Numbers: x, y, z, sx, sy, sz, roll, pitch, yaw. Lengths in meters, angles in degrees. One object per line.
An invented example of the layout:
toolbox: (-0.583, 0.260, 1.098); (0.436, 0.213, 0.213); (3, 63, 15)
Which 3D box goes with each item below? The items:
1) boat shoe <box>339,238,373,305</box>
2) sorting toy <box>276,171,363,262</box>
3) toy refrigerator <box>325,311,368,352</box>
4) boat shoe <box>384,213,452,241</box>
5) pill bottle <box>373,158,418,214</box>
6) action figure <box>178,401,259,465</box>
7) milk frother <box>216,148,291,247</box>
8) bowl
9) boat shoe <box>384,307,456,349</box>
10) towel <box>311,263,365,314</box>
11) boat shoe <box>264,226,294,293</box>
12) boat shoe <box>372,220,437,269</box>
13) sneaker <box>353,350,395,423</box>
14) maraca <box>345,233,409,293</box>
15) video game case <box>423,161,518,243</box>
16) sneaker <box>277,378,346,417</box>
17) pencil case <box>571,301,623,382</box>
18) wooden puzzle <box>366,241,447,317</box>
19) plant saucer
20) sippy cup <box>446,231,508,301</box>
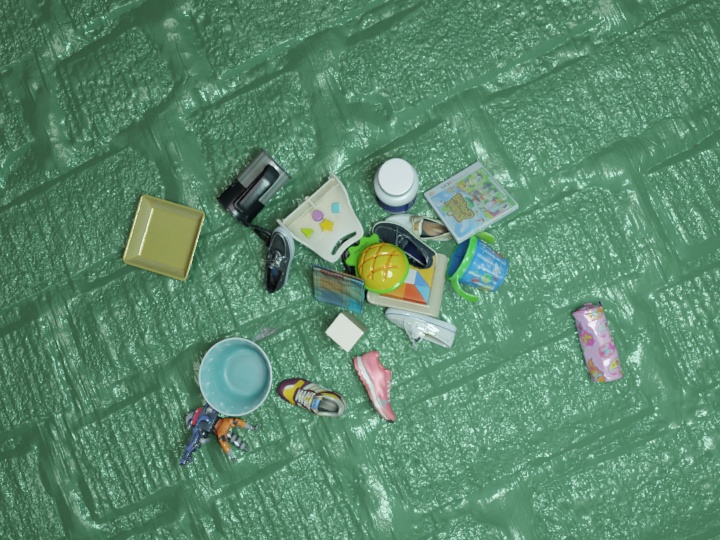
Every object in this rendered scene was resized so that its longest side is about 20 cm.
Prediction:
boat shoe: (-0.002, 0.001, 1.434); (0.073, 0.066, 0.202); (-21, 85, 3)
sorting toy: (-0.090, -0.123, 1.412); (0.199, 0.107, 0.180); (-41, 77, -7)
toy refrigerator: (-0.034, 0.158, 1.360); (0.076, 0.200, 0.070); (40, 90, 5)
boat shoe: (0.157, -0.120, 1.429); (0.196, 0.068, 0.076); (4, 86, 5)
pill bottle: (0.094, -0.222, 1.374); (0.117, 0.200, 0.122); (0, 87, 4)
action figure: (-0.401, 0.452, 1.422); (0.191, 0.105, 0.202); (26, 64, 10)
milk frother: (-0.256, -0.191, 1.447); (0.188, 0.180, 0.200); (-47, 127, 1)
bowl: (-0.324, 0.281, 1.422); (0.197, 0.105, 0.205); (0, 86, 5)
boat shoe: (0.154, 0.166, 1.407); (0.199, 0.075, 0.087); (19, 71, -1)
towel: (-0.058, 0.052, 1.373); (0.144, 0.201, 0.022); (17, 65, 6)
boat shoe: (-0.226, -0.021, 1.399); (0.069, 0.066, 0.202); (26, 130, 10)
boat shoe: (0.113, -0.067, 1.390); (0.199, 0.062, 0.075); (34, 123, 16)
sneaker: (0.056, 0.309, 1.408); (0.086, 0.074, 0.202); (-28, 85, 1)
maraca: (0.042, -0.019, 1.356); (0.137, 0.107, 0.200); (-40, 52, -8)
video game case: (0.288, -0.186, 1.392); (0.180, 0.022, 0.201); (-30, 51, 2)
sneaker: (-0.133, 0.342, 1.411); (0.196, 0.090, 0.076); (12, 87, 5)
pencil case: (0.618, 0.188, 1.370); (0.086, 0.087, 0.204); (-16, 85, 3)
wooden puzzle: (0.129, 0.018, 1.406); (0.196, 0.037, 0.188); (13, 64, 3)
plant saucer: (-0.551, -0.092, 1.491); (0.196, 0.048, 0.204); (16, 88, 4)
sippy cup: (0.313, -0.011, 1.386); (0.129, 0.140, 0.180); (25, 98, -5)
